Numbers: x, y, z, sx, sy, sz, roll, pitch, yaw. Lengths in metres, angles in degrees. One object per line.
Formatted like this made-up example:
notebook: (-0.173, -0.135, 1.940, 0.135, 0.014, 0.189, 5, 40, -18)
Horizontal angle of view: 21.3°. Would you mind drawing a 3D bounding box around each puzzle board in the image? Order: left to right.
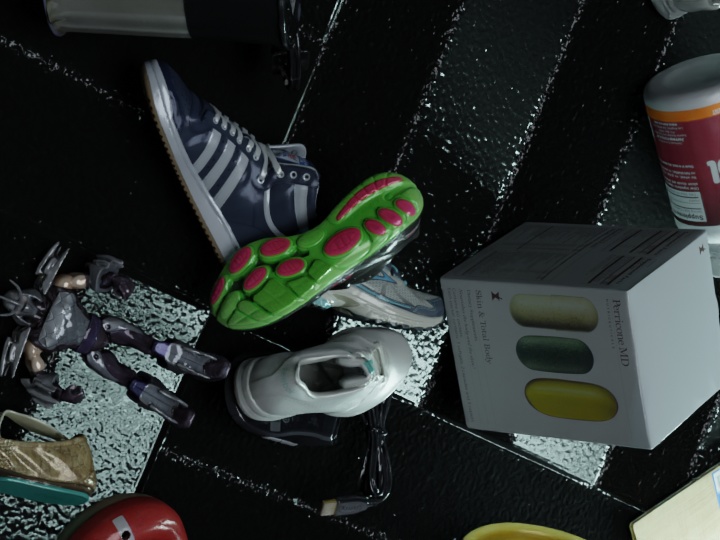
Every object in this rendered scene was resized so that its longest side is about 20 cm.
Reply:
puzzle board: (0.371, 0.284, 2.030, 0.199, 0.017, 0.152, -28, 113, -28)

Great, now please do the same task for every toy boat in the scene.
toy boat: (-0.174, 0.286, 1.581, 0.130, 0.130, 0.202, -28, 114, -28)

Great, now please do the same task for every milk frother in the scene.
milk frother: (-0.136, -0.217, 1.511, 0.186, 0.181, 0.202, 4, 128, 5)

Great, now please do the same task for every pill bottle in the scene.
pill bottle: (0.354, -0.102, 1.887, 0.112, 0.113, 0.202, -30, 115, -26)

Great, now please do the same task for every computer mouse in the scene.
computer mouse: (-0.051, 0.146, 1.684, 0.199, 0.046, 0.142, 6, 77, -44)

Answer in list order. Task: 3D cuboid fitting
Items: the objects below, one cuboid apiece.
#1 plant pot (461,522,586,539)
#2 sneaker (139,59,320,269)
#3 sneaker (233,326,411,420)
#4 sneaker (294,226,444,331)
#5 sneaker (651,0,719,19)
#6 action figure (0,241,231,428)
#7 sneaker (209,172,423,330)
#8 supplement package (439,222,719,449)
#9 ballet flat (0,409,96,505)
plant pot: (0.163, 0.370, 1.805, 0.199, 0.201, 0.191, 0, 115, -34)
sneaker: (-0.102, -0.102, 1.575, 0.108, 0.070, 0.201, -24, 121, 0)
sneaker: (-0.010, 0.088, 1.643, 0.199, 0.088, 0.076, -13, 87, -46)
sneaker: (0.000, 0.000, 1.684, 0.199, 0.077, 0.087, 16, 86, -36)
sneaker: (0.366, -0.324, 1.875, 0.075, 0.081, 0.201, 45, 72, -30)
action figure: (-0.209, 0.057, 1.555, 0.199, 0.069, 0.131, 28, 92, -31)
sneaker: (-0.031, -0.002, 1.587, 0.199, 0.077, 0.084, -28, 150, 0)
supplement package: (0.203, 0.054, 1.737, 0.150, 0.199, 0.153, -31, 116, -46)
ballet flat: (-0.300, 0.141, 1.519, 0.199, 0.070, 0.066, 17, 62, -38)
